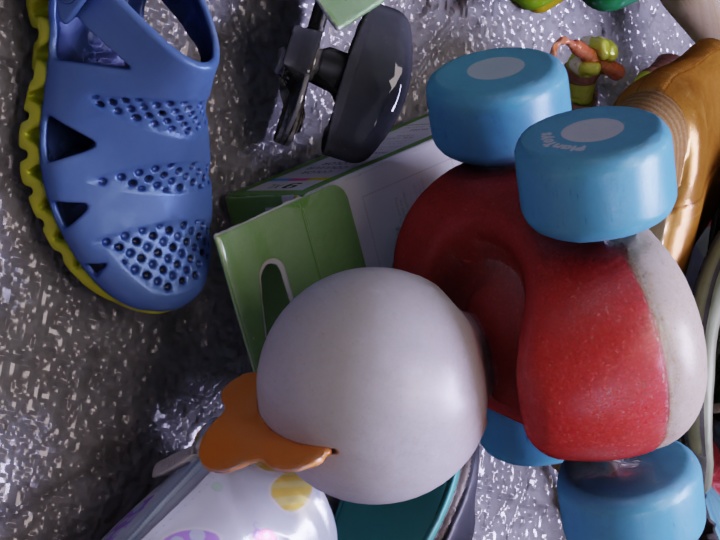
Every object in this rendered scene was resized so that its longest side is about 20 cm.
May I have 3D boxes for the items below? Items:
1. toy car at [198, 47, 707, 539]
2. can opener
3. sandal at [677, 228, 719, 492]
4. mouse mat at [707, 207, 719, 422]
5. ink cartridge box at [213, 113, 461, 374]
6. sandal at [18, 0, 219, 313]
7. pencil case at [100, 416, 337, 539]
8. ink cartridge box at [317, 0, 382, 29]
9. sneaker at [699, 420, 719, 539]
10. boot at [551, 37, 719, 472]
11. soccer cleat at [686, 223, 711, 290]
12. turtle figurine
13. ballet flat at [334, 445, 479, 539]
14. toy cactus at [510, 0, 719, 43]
[{"bbox_3d":[0.022,0.031,0.768,0.200,0.177,0.184,-16,117,-15],"label":"toy car"},{"bbox_3d":[0.005,-0.144,0.868,0.067,0.053,0.200,19,72,-6],"label":"can opener"},{"bbox_3d":[0.191,0.013,0.889,0.080,0.057,0.201,78,32,-63],"label":"sandal"},{"bbox_3d":[0.243,-0.001,1.034,0.161,0.008,0.200,22,74,-40],"label":"mouse mat"},{"bbox_3d":[0.000,0.000,0.866,0.200,0.059,0.104,-26,108,-42],"label":"ink cartridge box"},{"bbox_3d":[-0.092,-0.080,0.761,0.079,0.087,0.200,-19,104,-45],"label":"sandal"},{"bbox_3d":[-0.095,0.146,0.751,0.200,0.083,0.091,-42,141,-35],"label":"pencil case"},{"bbox_3d":[-0.023,-0.216,0.795,0.104,0.059,0.200,-39,95,-36],"label":"ink cartridge box"},{"bbox_3d":[0.220,0.156,1.004,0.095,0.079,0.200,-4,64,-16],"label":"sneaker"},{"bbox_3d":[0.146,-0.005,0.923,0.144,0.071,0.201,-35,136,-50],"label":"boot"},{"bbox_3d":[0.165,0.029,1.025,0.200,0.076,0.067,-34,139,-36],"label":"soccer cleat"},{"bbox_3d":[0.121,-0.045,0.985,0.161,0.064,0.200,-30,127,-44],"label":"turtle figurine"},{"bbox_3d":[0.012,0.155,0.872,0.073,0.073,0.200,42,61,-35],"label":"ballet flat"},{"bbox_3d":[0.157,-0.183,0.999,0.200,0.102,0.165,-47,117,-26],"label":"toy cactus"}]
